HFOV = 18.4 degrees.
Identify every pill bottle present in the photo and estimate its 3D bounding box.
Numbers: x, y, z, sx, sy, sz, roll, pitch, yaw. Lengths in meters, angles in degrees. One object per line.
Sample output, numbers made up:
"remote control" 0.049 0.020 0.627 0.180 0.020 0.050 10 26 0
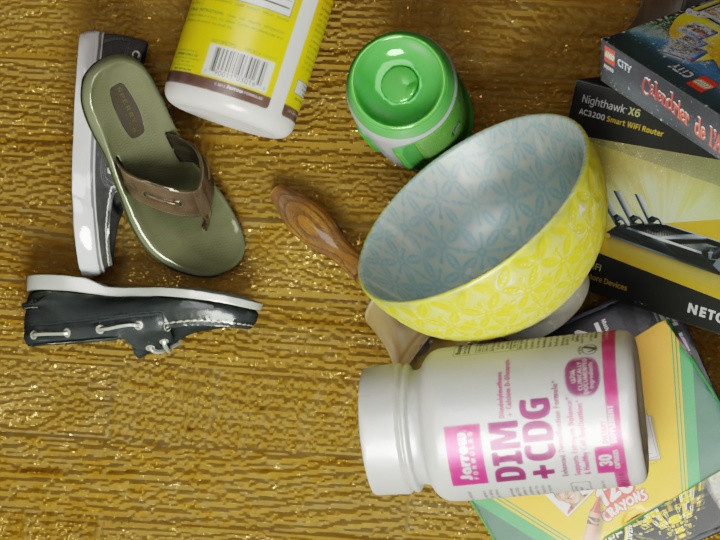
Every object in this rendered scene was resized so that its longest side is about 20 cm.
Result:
"pill bottle" 0.105 0.108 1.616 0.200 0.113 0.113 -6 84 10
"pill bottle" -0.078 -0.214 1.774 0.109 0.109 0.200 18 87 9

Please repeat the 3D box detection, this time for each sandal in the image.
"sandal" -0.157 -0.077 1.762 0.080 0.057 0.201 -39 113 -21

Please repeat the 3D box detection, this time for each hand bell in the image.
"hand bell" 0.000 0.000 1.772 0.200 0.104 0.104 43 91 22

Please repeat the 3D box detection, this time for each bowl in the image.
"bowl" 0.109 -0.011 1.652 0.200 0.200 0.108 -37 118 3

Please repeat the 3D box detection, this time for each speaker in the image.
"speaker" 0.040 -0.127 1.705 0.088 0.200 0.089 -1 85 7

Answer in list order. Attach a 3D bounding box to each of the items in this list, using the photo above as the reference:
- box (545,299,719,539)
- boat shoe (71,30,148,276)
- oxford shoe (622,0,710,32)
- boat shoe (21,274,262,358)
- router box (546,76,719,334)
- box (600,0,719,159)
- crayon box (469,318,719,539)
"box" 0.205 0.128 1.738 0.161 0.049 0.200 -23 81 4
"boat shoe" -0.198 -0.095 1.805 0.066 0.070 0.200 1 82 -1
"oxford shoe" 0.229 -0.142 1.759 0.084 0.073 0.200 20 92 35
"boat shoe" -0.176 0.041 1.787 0.200 0.076 0.060 4 85 20
"router box" 0.243 -0.046 1.671 0.200 0.052 0.157 18 106 29
"box" 0.288 -0.134 1.618 0.136 0.038 0.200 -21 38 -23
"crayon box" 0.179 0.139 1.686 0.200 0.058 0.119 -32 79 5
